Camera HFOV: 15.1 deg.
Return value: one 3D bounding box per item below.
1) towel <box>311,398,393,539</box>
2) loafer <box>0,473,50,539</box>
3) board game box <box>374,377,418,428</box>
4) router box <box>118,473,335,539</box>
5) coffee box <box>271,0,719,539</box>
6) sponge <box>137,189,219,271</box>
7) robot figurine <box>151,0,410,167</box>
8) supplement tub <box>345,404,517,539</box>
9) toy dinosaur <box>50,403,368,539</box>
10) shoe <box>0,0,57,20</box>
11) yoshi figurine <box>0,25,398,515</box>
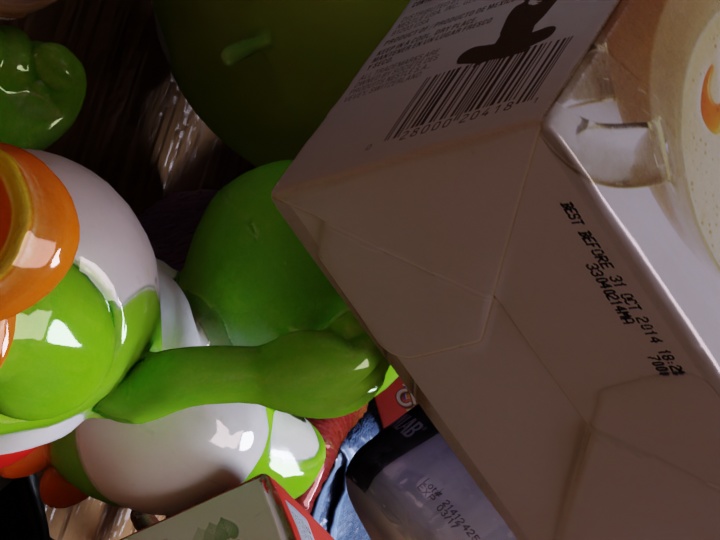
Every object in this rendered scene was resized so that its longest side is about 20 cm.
[{"bbox_3d":[-0.013,0.117,1.007,0.112,0.048,0.200,-37,142,-55],"label":"towel"},{"bbox_3d":[-0.110,0.029,0.666,0.068,0.070,0.201,-53,152,-36],"label":"loafer"},{"bbox_3d":[0.112,-0.005,0.970,0.200,0.153,0.040,-48,126,-51],"label":"board game box"},{"bbox_3d":[-0.081,0.137,0.698,0.200,0.049,0.180,-25,156,5],"label":"router box"},{"bbox_3d":[0.080,-0.043,0.624,0.114,0.080,0.200,55,45,-22],"label":"coffee box"},{"bbox_3d":[0.000,0.000,0.745,0.112,0.200,0.030,-33,114,-54],"label":"sponge"},{"bbox_3d":[0.015,-0.103,0.719,0.175,0.115,0.200,47,46,-33],"label":"robot figurine"},{"bbox_3d":[0.106,0.047,0.784,0.200,0.123,0.123,-36,151,-6],"label":"supplement tub"},{"bbox_3d":[-0.028,0.088,0.799,0.105,0.200,0.181,-47,-164,-22],"label":"toy dinosaur"},{"bbox_3d":[-0.075,-0.157,0.626,0.070,0.053,0.201,18,86,-35],"label":"shoe"},{"bbox_3d":[-0.048,-0.003,0.608,0.200,0.112,0.113,33,54,-60],"label":"yoshi figurine"}]
